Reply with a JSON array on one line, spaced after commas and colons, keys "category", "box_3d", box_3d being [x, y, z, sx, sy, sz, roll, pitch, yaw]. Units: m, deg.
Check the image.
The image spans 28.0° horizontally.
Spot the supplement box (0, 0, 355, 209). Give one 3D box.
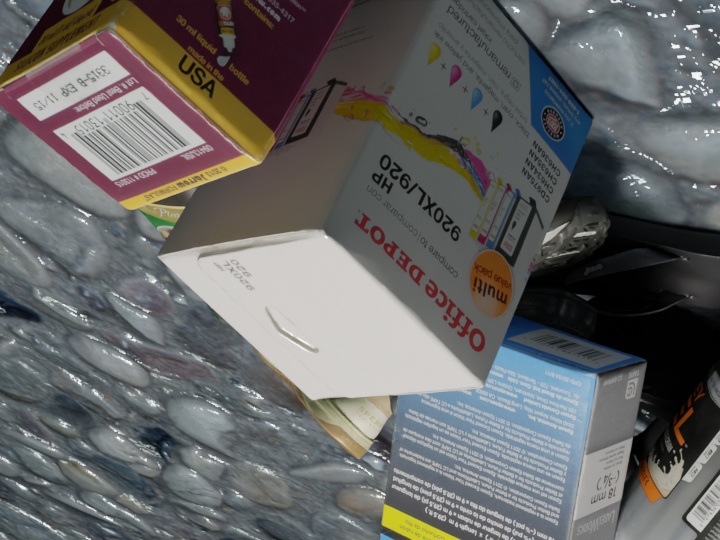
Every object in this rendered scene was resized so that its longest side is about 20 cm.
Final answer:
[{"category": "supplement box", "box_3d": [-0.079, -0.147, 0.753, 0.103, 0.200, 0.131, 42, 147, -25]}]

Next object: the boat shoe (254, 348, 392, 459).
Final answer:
[{"category": "boat shoe", "box_3d": [-0.030, 0.075, 1.172, 0.072, 0.065, 0.200, 43, -179, -36]}]

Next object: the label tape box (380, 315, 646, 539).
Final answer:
[{"category": "label tape box", "box_3d": [0.091, 0.134, 0.927, 0.144, 0.063, 0.201, 19, 109, 37]}]

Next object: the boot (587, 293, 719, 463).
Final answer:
[{"category": "boot", "box_3d": [0.232, 0.104, 1.047, 0.198, 0.073, 0.163, 21, 152, 5]}]

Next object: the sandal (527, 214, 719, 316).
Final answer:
[{"category": "sandal", "box_3d": [0.184, 0.002, 0.946, 0.200, 0.043, 0.076, 5, 144, 34]}]

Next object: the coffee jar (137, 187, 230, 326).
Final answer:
[{"category": "coffee jar", "box_3d": [-0.100, -0.041, 1.059, 0.104, 0.085, 0.200, 10, 148, 33]}]

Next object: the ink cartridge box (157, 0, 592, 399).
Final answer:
[{"category": "ink cartridge box", "box_3d": [0.013, -0.046, 0.842, 0.144, 0.200, 0.147, -9, 136, 46]}]

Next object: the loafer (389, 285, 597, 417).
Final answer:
[{"category": "loafer", "box_3d": [0.088, 0.062, 1.005, 0.068, 0.071, 0.200, 29, 150, -25]}]

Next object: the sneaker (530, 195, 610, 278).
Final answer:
[{"category": "sneaker", "box_3d": [0.079, -0.026, 0.946, 0.074, 0.080, 0.200, -9, 177, -36]}]

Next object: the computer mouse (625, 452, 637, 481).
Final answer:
[{"category": "computer mouse", "box_3d": [0.159, 0.223, 1.078, 0.059, 0.200, 0.034, 13, -169, -33]}]

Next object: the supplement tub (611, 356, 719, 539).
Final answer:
[{"category": "supplement tub", "box_3d": [0.255, 0.117, 0.902, 0.122, 0.123, 0.200, 30, 112, -6]}]
